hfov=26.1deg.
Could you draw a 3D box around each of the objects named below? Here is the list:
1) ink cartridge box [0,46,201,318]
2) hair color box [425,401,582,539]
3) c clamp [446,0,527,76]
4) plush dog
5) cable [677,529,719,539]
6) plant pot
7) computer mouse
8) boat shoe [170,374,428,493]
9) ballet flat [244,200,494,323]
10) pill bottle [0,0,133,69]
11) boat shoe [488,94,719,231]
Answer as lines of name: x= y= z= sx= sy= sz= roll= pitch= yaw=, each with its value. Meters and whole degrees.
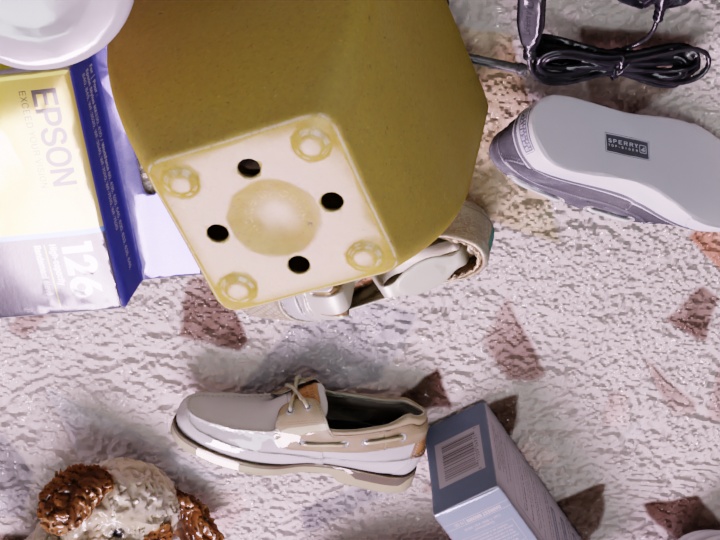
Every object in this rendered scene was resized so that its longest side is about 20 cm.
ink cartridge box: x=-0.223 y=-0.057 z=1.073 sx=0.197 sy=0.047 sz=0.199 roll=-4 pitch=125 yaw=4
hair color box: x=0.125 y=0.212 z=1.245 sx=0.060 sy=0.099 sz=0.201 roll=-26 pitch=123 yaw=16
c clamp: x=0.032 y=-0.221 z=0.979 sx=0.169 sy=0.027 sz=0.202 roll=4 pitch=127 yaw=1
plush dog: x=-0.209 y=0.224 z=1.240 sx=0.199 sy=0.161 sz=0.172 roll=19 pitch=113 yaw=-49
cable: x=0.323 y=0.293 z=1.247 sx=0.199 sy=0.200 sz=0.070 roll=33 pitch=118 yaw=17
plant pot: x=-0.041 y=-0.090 z=0.944 sx=0.192 sy=0.201 sz=0.197 roll=-14 pitch=128 yaw=17
computer mouse: x=0.167 y=-0.203 z=0.979 sx=0.139 sy=0.046 sz=0.201 roll=-4 pitch=135 yaw=-9
boat shoe: x=-0.044 y=0.115 z=1.191 sx=0.198 sy=0.075 sz=0.069 roll=10 pitch=119 yaw=-18
ballet flat: x=0.000 y=0.000 z=1.110 sx=0.198 sy=0.063 sz=0.068 roll=-20 pitch=124 yaw=12
pill bottle: x=-0.173 y=-0.207 z=0.868 sx=0.111 sy=0.201 sz=0.114 roll=-1 pitch=126 yaw=-2
boat shoe: x=0.180 y=-0.065 z=1.071 sx=0.198 sy=0.073 sz=0.068 roll=11 pitch=160 yaw=-26
